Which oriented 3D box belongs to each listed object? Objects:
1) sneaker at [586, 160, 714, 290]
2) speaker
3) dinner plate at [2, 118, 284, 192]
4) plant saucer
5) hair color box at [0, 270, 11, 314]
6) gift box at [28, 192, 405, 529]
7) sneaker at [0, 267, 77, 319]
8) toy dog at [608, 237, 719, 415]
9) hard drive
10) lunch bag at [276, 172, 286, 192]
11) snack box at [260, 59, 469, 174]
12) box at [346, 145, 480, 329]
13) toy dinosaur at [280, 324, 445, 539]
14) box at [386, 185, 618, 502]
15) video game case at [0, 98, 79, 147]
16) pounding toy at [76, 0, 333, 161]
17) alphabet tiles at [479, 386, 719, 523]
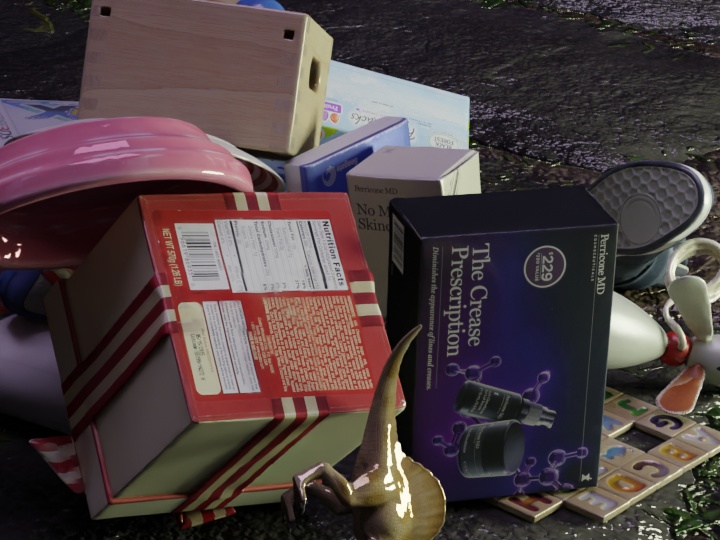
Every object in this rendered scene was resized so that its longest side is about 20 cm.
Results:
[{"bbox_3d":[0.240,-0.037,1.811,0.146,0.077,0.202,0,-16,-41],"label":"sneaker"},{"bbox_3d":[-0.232,0.071,1.615,0.200,0.081,0.081,14,26,26],"label":"speaker"},{"bbox_3d":[-0.152,-0.080,1.572,0.200,0.024,0.200,6,-9,1],"label":"dinner plate"},{"bbox_3d":[-0.171,-0.052,1.442,0.200,0.051,0.201,-10,-13,-2],"label":"plant saucer"},{"bbox_3d":[-0.249,-0.023,1.656,0.200,0.064,0.111,-12,28,-38],"label":"hair color box"},{"bbox_3d":[-0.110,0.053,1.456,0.200,0.187,0.185,3,62,-29],"label":"gift box"},{"bbox_3d":[-0.155,0.010,1.592,0.200,0.075,0.088,-9,44,-22],"label":"sneaker"},{"bbox_3d":[0.214,0.045,1.664,0.200,0.132,0.096,-9,-4,-13],"label":"toy dog"},{"bbox_3d":[0.000,0.000,1.645,0.025,0.200,0.132,8,22,35],"label":"hard drive"},{"bbox_3d":[-0.097,-0.014,1.742,0.200,0.076,0.160,19,60,40],"label":"lunch bag"},{"bbox_3d":[-0.031,-0.099,1.846,0.168,0.068,0.200,12,-25,-25],"label":"snack box"},{"bbox_3d":[0.046,0.014,1.610,0.082,0.200,0.068,4,23,28],"label":"box"},{"bbox_3d":[0.004,0.138,1.380,0.101,0.200,0.058,-8,2,-17],"label":"toy dinosaur"},{"bbox_3d":[0.093,0.051,1.523,0.141,0.200,0.079,-6,24,-16],"label":"box"},{"bbox_3d":[-0.202,-0.103,1.761,0.200,0.022,0.182,2,18,-17],"label":"video game case"},{"bbox_3d":[-0.120,-0.163,1.663,0.184,0.143,0.200,8,1,6],"label":"pounding toy"},{"bbox_3d":[0.147,0.128,1.612,0.167,0.008,0.200,22,30,36],"label":"alphabet tiles"}]
